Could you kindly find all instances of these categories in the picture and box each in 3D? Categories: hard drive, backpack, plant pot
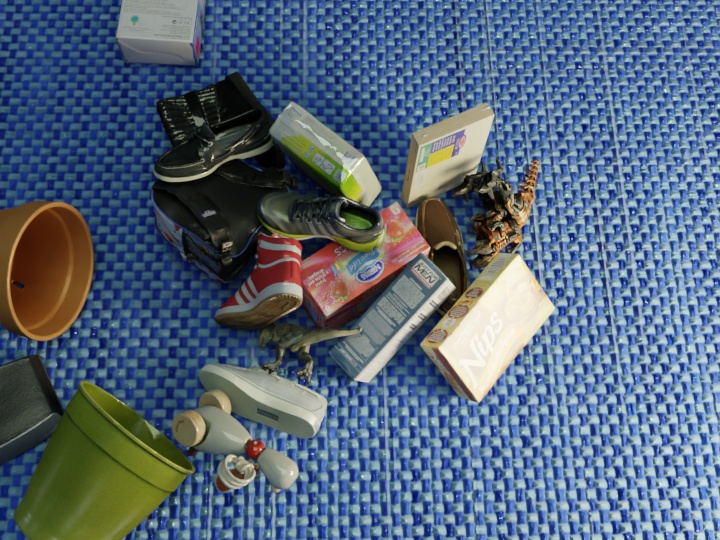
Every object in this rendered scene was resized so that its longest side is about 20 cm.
[{"bbox_3d":[-0.543,0.214,1.377,0.197,0.042,0.136,-26,72,-13],"label":"hard drive"},{"bbox_3d":[-0.223,-0.093,1.458,0.189,0.155,0.200,35,54,8],"label":"backpack"},{"bbox_3d":[-0.510,-0.007,1.401,0.137,0.201,0.204,8,66,18],"label":"plant pot"},{"bbox_3d":[-0.363,0.290,1.289,0.199,0.201,0.194,37,83,12],"label":"plant pot"}]

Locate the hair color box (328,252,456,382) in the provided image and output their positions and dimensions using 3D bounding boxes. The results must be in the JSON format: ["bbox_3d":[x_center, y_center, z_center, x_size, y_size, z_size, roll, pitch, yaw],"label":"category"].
[{"bbox_3d":[0.049,0.072,1.399,0.061,0.100,0.200,44,93,15],"label":"hair color box"}]

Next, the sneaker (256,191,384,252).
[{"bbox_3d":[-0.054,-0.084,1.382,0.196,0.081,0.075,8,69,-7],"label":"sneaker"}]

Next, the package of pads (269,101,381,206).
[{"bbox_3d":[-0.053,-0.173,1.473,0.154,0.200,0.069,38,88,13],"label":"package of pads"}]

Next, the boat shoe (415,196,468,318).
[{"bbox_3d":[0.135,-0.032,1.491,0.073,0.075,0.206,-10,69,-7],"label":"boat shoe"}]

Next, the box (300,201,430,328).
[{"bbox_3d":[0.000,0.000,1.459,0.198,0.103,0.095,-32,73,-16],"label":"box"}]

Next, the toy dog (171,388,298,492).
[{"bbox_3d":[-0.187,0.262,1.344,0.130,0.098,0.200,-7,38,-41],"label":"toy dog"}]

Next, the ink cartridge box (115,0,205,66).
[{"bbox_3d":[-0.340,-0.463,1.645,0.133,0.077,0.204,3,69,-2],"label":"ink cartridge box"}]

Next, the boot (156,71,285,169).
[{"bbox_3d":[-0.229,-0.221,1.547,0.156,0.080,0.212,-26,61,-20],"label":"boot"}]

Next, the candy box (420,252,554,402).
[{"bbox_3d":[0.194,0.084,1.430,0.200,0.055,0.116,-46,112,-18],"label":"candy box"}]

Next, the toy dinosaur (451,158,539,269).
[{"bbox_3d":[0.224,-0.100,1.525,0.136,0.101,0.201,45,50,-18],"label":"toy dinosaur"}]

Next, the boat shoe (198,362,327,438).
[{"bbox_3d":[-0.142,0.180,1.405,0.198,0.071,0.072,23,46,10],"label":"boat shoe"}]

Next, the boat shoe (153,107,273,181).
[{"bbox_3d":[-0.219,-0.193,1.410,0.196,0.067,0.075,-19,49,-23],"label":"boat shoe"}]

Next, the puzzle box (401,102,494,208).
[{"bbox_3d":[0.133,-0.177,1.484,0.131,0.201,0.026,-23,69,-13],"label":"puzzle box"}]

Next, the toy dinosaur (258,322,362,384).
[{"bbox_3d":[-0.094,0.114,1.378,0.197,0.048,0.089,-1,54,36],"label":"toy dinosaur"}]

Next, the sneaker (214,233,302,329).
[{"bbox_3d":[-0.149,0.015,1.403,0.070,0.198,0.115,18,63,-36],"label":"sneaker"}]
